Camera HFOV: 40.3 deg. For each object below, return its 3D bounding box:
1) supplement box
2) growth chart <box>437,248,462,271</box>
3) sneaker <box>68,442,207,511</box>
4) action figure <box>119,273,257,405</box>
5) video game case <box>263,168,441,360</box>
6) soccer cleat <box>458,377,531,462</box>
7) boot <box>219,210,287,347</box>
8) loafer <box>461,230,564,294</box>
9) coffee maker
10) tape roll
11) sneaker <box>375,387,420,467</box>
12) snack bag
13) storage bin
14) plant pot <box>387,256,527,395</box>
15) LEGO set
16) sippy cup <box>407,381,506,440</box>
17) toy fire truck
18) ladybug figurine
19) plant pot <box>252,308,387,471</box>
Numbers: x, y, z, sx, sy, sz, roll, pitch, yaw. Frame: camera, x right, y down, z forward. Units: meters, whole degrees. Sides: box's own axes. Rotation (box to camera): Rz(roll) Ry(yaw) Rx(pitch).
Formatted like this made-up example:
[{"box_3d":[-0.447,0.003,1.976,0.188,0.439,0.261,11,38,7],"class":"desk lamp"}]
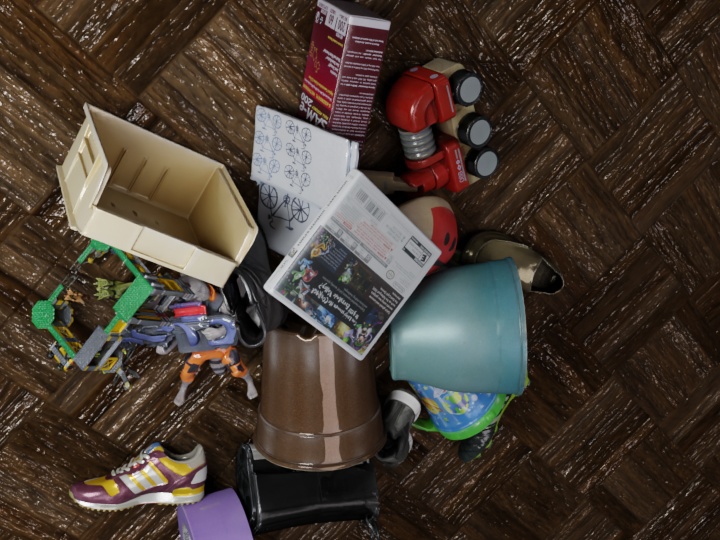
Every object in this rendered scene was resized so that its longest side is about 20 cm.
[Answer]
[{"box_3d":[-0.029,-0.237,1.265,0.061,0.109,0.201,0,115,-27],"class":"supplement box"},{"box_3d":[0.093,0.005,1.508,0.200,0.018,0.145,35,97,-35],"class":"growth chart"},{"box_3d":[-0.325,0.296,1.441,0.199,0.075,0.091,1,98,-25],"class":"sneaker"},{"box_3d":[-0.239,0.092,1.369,0.199,0.105,0.195,1,118,11],"class":"action figure"},{"box_3d":[-0.004,-0.003,1.236,0.182,0.023,0.200,-53,134,-4],"class":"video game case"},{"box_3d":[0.209,0.232,1.663,0.081,0.068,0.201,27,101,-17],"class":"soccer cleat"},{"box_3d":[-0.156,-0.005,1.273,0.070,0.132,0.201,-28,91,9],"class":"boot"},{"box_3d":[0.246,-0.010,1.538,0.199,0.067,0.076,12,102,-33],"class":"loafer"},{"box_3d":[-0.080,0.347,1.504,0.199,0.193,0.135,-4,134,-21],"class":"coffee maker"},{"box_3d":[-0.213,0.438,1.483,0.084,0.200,0.201,-13,121,-19],"class":"tape roll"},{"box_3d":[0.044,0.272,1.557,0.091,0.066,0.201,-56,165,-36],"class":"sneaker"},{"box_3d":[-0.080,-0.096,1.270,0.021,0.188,0.201,-16,122,-42],"class":"snack bag"},{"box_3d":[-0.249,-0.088,1.187,0.199,0.199,0.094,23,108,-33],"class":"storage bin"},{"box_3d":[0.132,0.085,1.424,0.187,0.200,0.201,-3,119,0],"class":"plant pot"},{"box_3d":[-0.313,0.042,1.272,0.201,0.154,0.116,-57,158,8],"class":"LEGO set"},{"box_3d":[0.142,0.177,1.563,0.178,0.139,0.130,-49,115,-13],"class":"sippy cup"},{"box_3d":[0.066,-0.178,1.350,0.199,0.129,0.177,-31,125,-19],"class":"toy fire truck"},{"box_3d":[0.080,-0.040,1.379,0.136,0.072,0.200,-44,162,17],"class":"ladybug figurine"},{"box_3d":[-0.059,0.152,1.418,0.199,0.200,0.199,-8,112,-21],"class":"plant pot"}]
